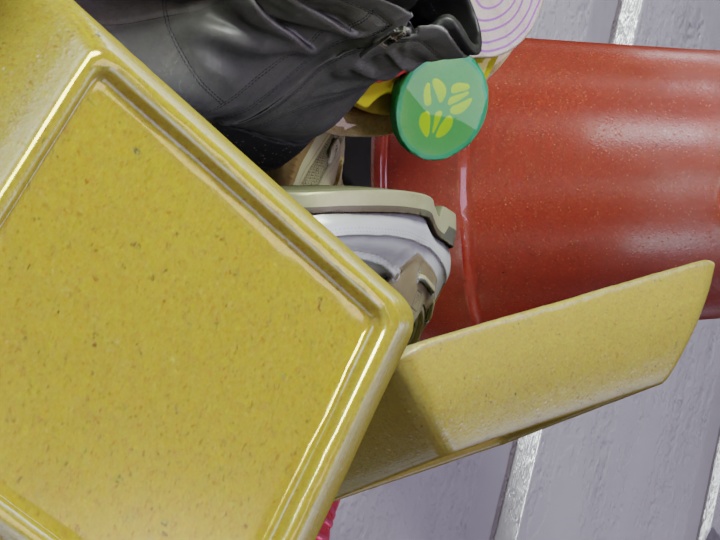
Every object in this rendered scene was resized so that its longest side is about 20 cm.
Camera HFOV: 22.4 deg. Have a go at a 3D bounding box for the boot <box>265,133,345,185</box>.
[{"bbox_3d":[-0.049,0.010,0.888,0.201,0.072,0.157,-62,151,-44],"label":"boot"}]

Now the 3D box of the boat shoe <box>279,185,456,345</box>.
[{"bbox_3d":[0.000,0.000,0.810,0.200,0.074,0.069,10,85,-69],"label":"boat shoe"}]

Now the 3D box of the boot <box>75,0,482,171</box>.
[{"bbox_3d":[-0.054,-0.103,0.711,0.199,0.130,0.068,10,62,-44],"label":"boot"}]

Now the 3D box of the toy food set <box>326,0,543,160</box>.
[{"bbox_3d":[0.019,-0.156,0.832,0.197,0.049,0.202,25,93,-36],"label":"toy food set"}]

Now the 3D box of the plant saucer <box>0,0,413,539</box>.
[{"bbox_3d":[-0.073,0.030,0.563,0.200,0.048,0.201,41,58,-23],"label":"plant saucer"}]

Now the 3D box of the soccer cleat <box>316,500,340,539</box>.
[{"bbox_3d":[-0.038,0.134,0.943,0.200,0.072,0.069,-55,144,-45],"label":"soccer cleat"}]

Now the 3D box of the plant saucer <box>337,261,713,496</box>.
[{"bbox_3d":[0.050,0.064,0.883,0.198,0.200,0.049,-15,81,-34],"label":"plant saucer"}]

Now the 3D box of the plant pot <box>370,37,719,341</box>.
[{"bbox_3d":[0.121,-0.049,1.043,0.201,0.193,0.203,0,90,-77],"label":"plant pot"}]
